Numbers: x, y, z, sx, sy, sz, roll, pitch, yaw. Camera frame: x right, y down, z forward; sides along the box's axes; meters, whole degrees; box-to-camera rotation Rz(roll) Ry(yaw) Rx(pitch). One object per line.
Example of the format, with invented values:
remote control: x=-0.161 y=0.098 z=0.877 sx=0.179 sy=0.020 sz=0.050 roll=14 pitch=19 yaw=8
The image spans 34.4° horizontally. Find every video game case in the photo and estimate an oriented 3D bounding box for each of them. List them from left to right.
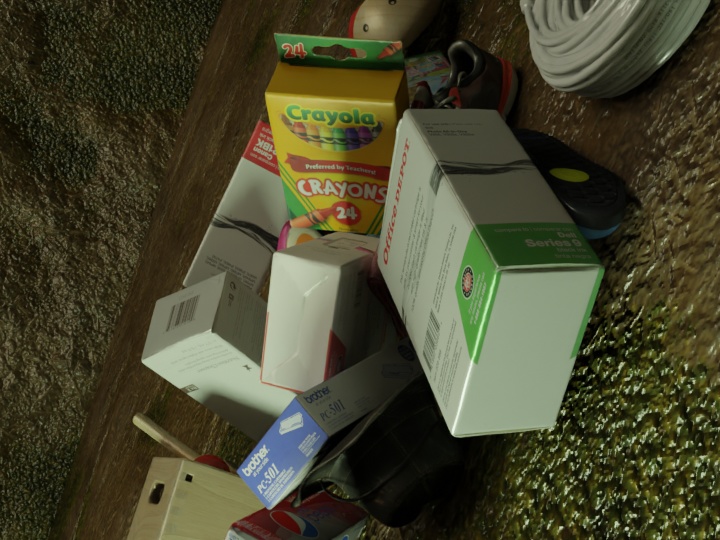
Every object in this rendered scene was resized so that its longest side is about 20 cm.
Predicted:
video game case: x=0.010 y=-0.179 z=1.237 sx=0.183 sy=0.196 sz=0.022 roll=-107 pitch=4 yaw=-62

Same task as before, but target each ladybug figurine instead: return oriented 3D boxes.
ladybug figurine: x=0.035 y=-0.299 z=1.380 sx=0.136 sy=0.072 sz=0.200 roll=-44 pitch=8 yaw=11

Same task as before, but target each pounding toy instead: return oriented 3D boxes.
pounding toy: x=-0.162 y=0.247 z=1.245 sx=0.199 sy=0.182 sz=0.145 roll=-19 pitch=52 yaw=67

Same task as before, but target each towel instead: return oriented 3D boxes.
towel: x=0.049 y=-0.053 z=1.086 sx=0.144 sy=0.022 sz=0.203 roll=60 pitch=-140 yaw=-61

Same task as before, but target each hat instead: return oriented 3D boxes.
hat: x=0.035 y=0.152 z=0.922 sx=0.200 sy=0.081 sz=0.201 roll=-41 pitch=-12 yaw=-10

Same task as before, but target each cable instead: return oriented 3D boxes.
cable: x=0.202 y=-0.227 z=0.892 sx=0.200 sy=0.068 sz=0.203 roll=-50 pitch=27 yaw=44

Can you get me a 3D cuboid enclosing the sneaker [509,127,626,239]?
sneaker: x=0.145 y=-0.048 z=0.888 sx=0.200 sy=0.065 sz=0.080 roll=-124 pitch=38 yaw=-65

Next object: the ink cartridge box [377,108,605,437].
ink cartridge box: x=0.084 y=-0.006 z=0.839 sx=0.201 sy=0.082 sz=0.148 roll=-113 pitch=26 yaw=-48

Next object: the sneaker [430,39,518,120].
sneaker: x=0.087 y=-0.123 z=1.066 sx=0.076 sy=0.081 sz=0.203 roll=-22 pitch=48 yaw=44

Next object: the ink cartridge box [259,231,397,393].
ink cartridge box: x=-0.018 y=0.032 z=1.065 sx=0.200 sy=0.066 sz=0.119 roll=-21 pitch=-59 yaw=-68

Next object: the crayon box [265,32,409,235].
crayon box: x=-0.016 y=-0.123 z=1.090 sx=0.202 sy=0.125 sz=0.051 roll=81 pitch=-159 yaw=-44

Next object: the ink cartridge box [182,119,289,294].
ink cartridge box: x=-0.120 y=-0.059 z=1.319 sx=0.144 sy=0.083 sz=0.203 roll=-130 pitch=64 yaw=-85

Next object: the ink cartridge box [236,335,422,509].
ink cartridge box: x=-0.012 y=0.121 z=0.971 sx=0.094 sy=0.044 sz=0.199 roll=-52 pitch=-15 yaw=28

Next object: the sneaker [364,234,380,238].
sneaker: x=0.000 y=0.000 z=1.207 sx=0.202 sy=0.081 sz=0.074 roll=-62 pitch=20 yaw=22

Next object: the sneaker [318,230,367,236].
sneaker: x=-0.035 y=-0.020 z=1.352 sx=0.199 sy=0.074 sz=0.080 roll=-30 pitch=39 yaw=61

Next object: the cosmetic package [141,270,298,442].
cosmetic package: x=-0.119 y=0.098 z=1.225 sx=0.112 sy=0.200 sz=0.082 roll=-21 pitch=43 yaw=34

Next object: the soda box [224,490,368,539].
soda box: x=-0.059 y=0.240 z=0.991 sx=0.071 sy=0.063 sz=0.200 roll=-66 pitch=-17 yaw=6

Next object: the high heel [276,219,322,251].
high heel: x=-0.080 y=-0.005 z=1.271 sx=0.067 sy=0.095 sz=0.201 roll=-47 pitch=-29 yaw=-17
